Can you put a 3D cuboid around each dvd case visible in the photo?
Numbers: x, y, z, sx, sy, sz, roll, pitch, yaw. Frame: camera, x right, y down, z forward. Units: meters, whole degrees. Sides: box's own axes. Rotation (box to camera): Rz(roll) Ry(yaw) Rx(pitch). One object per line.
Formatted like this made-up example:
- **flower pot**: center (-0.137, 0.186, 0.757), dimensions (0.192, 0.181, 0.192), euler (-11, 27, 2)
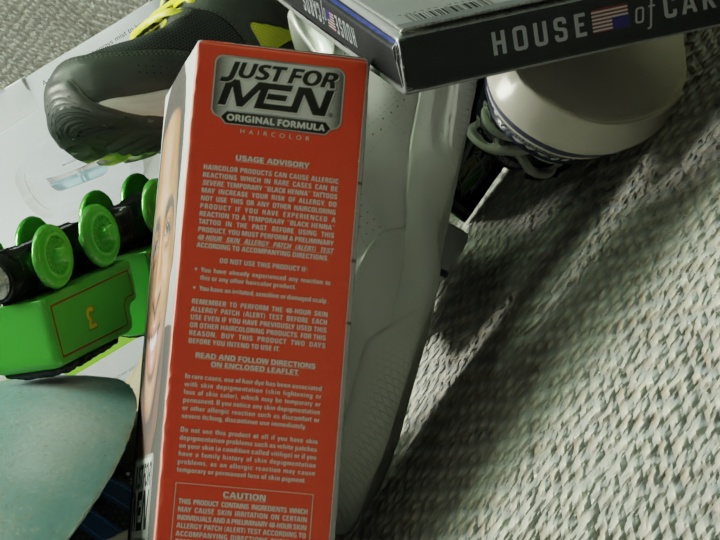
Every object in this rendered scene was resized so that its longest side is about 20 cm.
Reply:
- **dvd case**: center (0.059, -0.106, 0.902), dimensions (0.150, 0.025, 0.200), euler (-13, 18, -10)

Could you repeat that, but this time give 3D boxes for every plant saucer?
- **plant saucer**: center (-0.164, 0.095, 0.883), dimensions (0.201, 0.039, 0.201), euler (-36, 18, 13)

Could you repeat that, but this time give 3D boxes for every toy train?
- **toy train**: center (-0.077, -0.007, 0.957), dimensions (0.042, 0.057, 0.200), euler (-9, 10, 30)

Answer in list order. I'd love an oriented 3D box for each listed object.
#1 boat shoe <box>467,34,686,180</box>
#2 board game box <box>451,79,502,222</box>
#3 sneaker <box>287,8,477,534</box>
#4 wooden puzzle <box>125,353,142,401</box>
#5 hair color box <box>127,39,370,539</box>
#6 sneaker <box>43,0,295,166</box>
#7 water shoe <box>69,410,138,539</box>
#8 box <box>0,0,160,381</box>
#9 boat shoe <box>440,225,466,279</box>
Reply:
- **boat shoe**: center (0.076, -0.064, 0.987), dimensions (0.093, 0.075, 0.200), euler (-57, -4, 28)
- **board game box**: center (0.052, -0.079, 1.111), dimensions (0.105, 0.023, 0.200), euler (-53, -12, 2)
- **sneaker**: center (-0.014, -0.004, 0.949), dimensions (0.075, 0.088, 0.201), euler (99, -178, -72)
- **wooden puzzle**: center (-0.145, 0.131, 1.141), dimensions (0.200, 0.037, 0.185), euler (-55, 8, 37)
- **hair color box**: center (-0.040, 0.033, 0.857), dimensions (0.102, 0.061, 0.201), euler (145, 131, -77)
- **sneaker**: center (-0.057, -0.098, 1.019), dimensions (0.074, 0.085, 0.200), euler (-17, 2, 41)
- **water shoe**: center (-0.105, 0.099, 0.963), dimensions (0.199, 0.079, 0.072), euler (-19, -31, -16)
- **box**: center (-0.130, -0.007, 1.272), dimensions (0.200, 0.177, 0.097), euler (-31, -14, 9)
- **boat shoe**: center (0.000, 0.000, 1.093), dimensions (0.066, 0.072, 0.200), euler (-66, 12, 1)
